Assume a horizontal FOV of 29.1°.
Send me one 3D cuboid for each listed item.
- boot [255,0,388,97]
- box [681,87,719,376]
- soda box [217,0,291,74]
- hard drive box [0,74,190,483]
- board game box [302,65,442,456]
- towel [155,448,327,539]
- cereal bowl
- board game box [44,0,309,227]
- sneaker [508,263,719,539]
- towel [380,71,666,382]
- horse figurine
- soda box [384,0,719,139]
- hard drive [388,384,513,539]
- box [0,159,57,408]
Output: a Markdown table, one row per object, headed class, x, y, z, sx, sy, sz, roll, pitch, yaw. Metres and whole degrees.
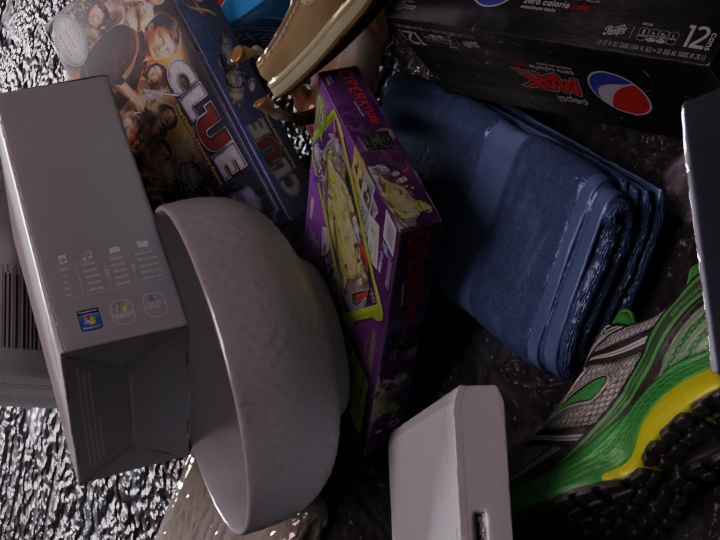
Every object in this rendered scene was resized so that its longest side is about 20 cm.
| class | x | y | z | sx | sy | sz | roll | pitch | yaw |
| --- | --- | --- | --- | --- | --- | --- | --- | --- | --- |
| boot | -0.038 | -0.200 | 0.708 | 0.154 | 0.072 | 0.200 | 38 | 128 | -2 |
| box | 0.238 | -0.027 | 0.473 | 0.199 | 0.148 | 0.108 | -20 | 68 | 47 |
| soda box | -0.096 | -0.174 | 0.968 | 0.199 | 0.064 | 0.068 | -25 | 66 | 46 |
| hard drive box | -0.170 | 0.005 | 0.876 | 0.156 | 0.076 | 0.201 | 101 | 151 | -54 |
| board game box | 0.000 | 0.000 | 0.781 | 0.201 | 0.032 | 0.120 | 98 | 149 | -49 |
| towel | -0.091 | 0.202 | 0.928 | 0.132 | 0.034 | 0.201 | 42 | 115 | 44 |
| cereal bowl | -0.060 | 0.050 | 0.823 | 0.200 | 0.083 | 0.202 | 168 | 90 | -73 |
| board game box | -0.122 | -0.106 | 0.929 | 0.135 | 0.035 | 0.201 | -25 | 94 | 46 |
| sneaker | 0.128 | 0.074 | 0.661 | 0.200 | 0.078 | 0.086 | -43 | 38 | 35 |
| towel | 0.074 | -0.030 | 0.750 | 0.200 | 0.048 | 0.112 | 38 | 115 | 46 |
| horse figurine | -0.023 | -0.135 | 0.845 | 0.050 | 0.132 | 0.202 | -16 | 61 | 34 |
| soda box | 0.111 | -0.116 | 0.675 | 0.199 | 0.071 | 0.064 | 20 | 72 | 44 |
| hard drive | 0.043 | 0.136 | 0.698 | 0.200 | 0.026 | 0.133 | 122 | 147 | -76 |
| box | -0.267 | -0.004 | 1.042 | 0.130 | 0.198 | 0.202 | -19 | 70 | 48 |
